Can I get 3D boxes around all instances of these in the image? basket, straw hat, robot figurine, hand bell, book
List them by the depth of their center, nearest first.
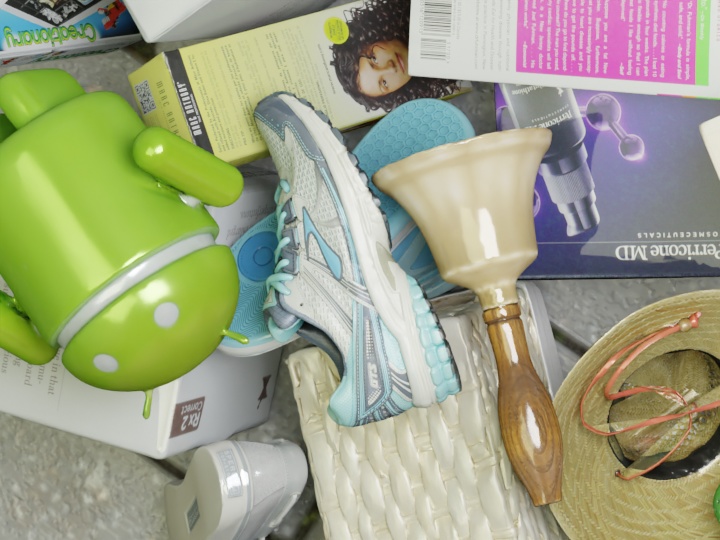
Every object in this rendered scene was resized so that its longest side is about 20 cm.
[{"bbox_3d":[0.079,0.031,1.515,0.104,0.104,0.200,-17,82,23],"label":"hand bell"},{"bbox_3d":[0.126,-0.166,1.520,0.200,0.048,0.134,7,100,22],"label":"book"},{"bbox_3d":[-0.147,-0.019,1.543,0.175,0.116,0.200,-38,81,20],"label":"robot figurine"},{"bbox_3d":[0.175,0.074,1.609,0.201,0.201,0.085,-63,34,16],"label":"straw hat"},{"bbox_3d":[0.051,0.118,1.652,0.135,0.123,0.200,-13,91,22],"label":"basket"}]

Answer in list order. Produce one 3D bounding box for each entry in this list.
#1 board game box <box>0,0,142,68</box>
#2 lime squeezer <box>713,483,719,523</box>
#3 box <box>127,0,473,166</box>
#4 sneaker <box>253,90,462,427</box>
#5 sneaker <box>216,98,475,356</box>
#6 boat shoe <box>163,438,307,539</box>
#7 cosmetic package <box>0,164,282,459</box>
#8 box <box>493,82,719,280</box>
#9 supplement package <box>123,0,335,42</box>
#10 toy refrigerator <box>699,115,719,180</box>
[{"bbox_3d":[-0.218,-0.189,1.681,0.035,0.200,0.126,-18,89,31],"label":"board game box"},{"bbox_3d":[0.247,0.121,1.594,0.200,0.071,0.038,-57,35,12],"label":"lime squeezer"},{"bbox_3d":[-0.033,-0.112,1.623,0.050,0.200,0.075,-20,90,58],"label":"box"},{"bbox_3d":[-0.022,-0.006,1.530,0.086,0.078,0.200,-26,77,-4],"label":"sneaker"},{"bbox_3d":[0.000,0.000,1.640,0.200,0.131,0.080,-39,61,-8],"label":"sneaker"},{"bbox_3d":[-0.077,0.145,1.701,0.068,0.200,0.072,-8,67,-17],"label":"boat shoe"},{"bbox_3d":[-0.160,0.005,1.701,0.200,0.165,0.165,14,101,19],"label":"cosmetic package"},{"bbox_3d":[0.161,-0.096,1.593,0.148,0.104,0.200,-2,95,21],"label":"box"},{"bbox_3d":[-0.067,-0.214,1.618,0.117,0.200,0.117,-32,84,21],"label":"supplement package"},{"bbox_3d":[0.254,-0.064,1.508,0.070,0.200,0.076,-23,87,23],"label":"toy refrigerator"}]
